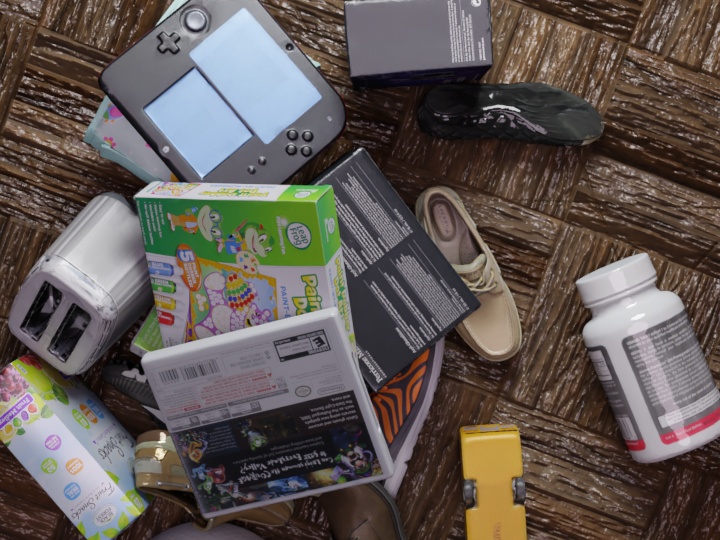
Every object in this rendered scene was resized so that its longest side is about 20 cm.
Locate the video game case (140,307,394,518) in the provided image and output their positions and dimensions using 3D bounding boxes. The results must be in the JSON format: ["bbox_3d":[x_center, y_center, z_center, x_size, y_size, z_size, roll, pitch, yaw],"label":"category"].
[{"bbox_3d":[-0.088,0.139,1.589,0.200,0.023,0.182,-14,111,13],"label":"video game case"}]

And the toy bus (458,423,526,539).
[{"bbox_3d":[0.141,0.267,1.746,0.065,0.078,0.200,-4,92,0],"label":"toy bus"}]

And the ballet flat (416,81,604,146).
[{"bbox_3d":[0.158,-0.163,1.751,0.200,0.057,0.067,6,67,-5],"label":"ballet flat"}]

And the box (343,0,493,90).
[{"bbox_3d":[0.057,-0.229,1.665,0.141,0.200,0.079,-2,93,1],"label":"box"}]

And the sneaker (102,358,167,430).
[{"bbox_3d":[-0.187,0.159,1.752,0.200,0.066,0.091,22,90,-2],"label":"sneaker"}]

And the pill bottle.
[{"bbox_3d":[0.298,0.089,1.721,0.111,0.111,0.200,-23,92,2],"label":"pill bottle"}]

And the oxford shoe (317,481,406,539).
[{"bbox_3d":[0.000,0.277,1.719,0.073,0.084,0.200,-20,108,42],"label":"oxford shoe"}]

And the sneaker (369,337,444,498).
[{"bbox_3d":[0.014,0.138,1.743,0.112,0.078,0.200,20,93,-1],"label":"sneaker"}]

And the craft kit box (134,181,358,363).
[{"bbox_3d":[-0.108,0.015,1.598,0.197,0.049,0.200,1,114,22],"label":"craft kit box"}]

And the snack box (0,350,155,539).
[{"bbox_3d":[-0.295,0.176,1.703,0.068,0.169,0.200,-39,93,6],"label":"snack box"}]

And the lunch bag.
[{"bbox_3d":[-0.164,-0.165,1.696,0.170,0.122,0.200,33,73,-1],"label":"lunch bag"}]

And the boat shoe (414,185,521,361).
[{"bbox_3d":[0.112,0.005,1.742,0.072,0.065,0.200,-23,91,1],"label":"boat shoe"}]

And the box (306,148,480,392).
[{"bbox_3d":[0.000,0.000,1.660,0.141,0.079,0.200,-39,98,-12],"label":"box"}]

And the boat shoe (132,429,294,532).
[{"bbox_3d":[-0.155,0.237,1.714,0.200,0.072,0.076,27,51,-30],"label":"boat shoe"}]

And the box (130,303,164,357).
[{"bbox_3d":[-0.121,0.069,1.735,0.200,0.036,0.144,30,67,-3],"label":"box"}]

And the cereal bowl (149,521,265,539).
[{"bbox_3d":[-0.161,0.369,1.734,0.200,0.083,0.200,1,104,5],"label":"cereal bowl"}]

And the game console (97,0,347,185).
[{"bbox_3d":[-0.130,-0.168,1.625,0.177,0.031,0.200,-41,90,-14],"label":"game console"}]

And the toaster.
[{"bbox_3d":[-0.272,0.015,1.675,0.114,0.200,0.129,38,47,-2],"label":"toaster"}]

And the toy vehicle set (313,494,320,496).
[{"bbox_3d":[-0.085,0.122,1.692,0.124,0.027,0.200,12,69,-9],"label":"toy vehicle set"}]
